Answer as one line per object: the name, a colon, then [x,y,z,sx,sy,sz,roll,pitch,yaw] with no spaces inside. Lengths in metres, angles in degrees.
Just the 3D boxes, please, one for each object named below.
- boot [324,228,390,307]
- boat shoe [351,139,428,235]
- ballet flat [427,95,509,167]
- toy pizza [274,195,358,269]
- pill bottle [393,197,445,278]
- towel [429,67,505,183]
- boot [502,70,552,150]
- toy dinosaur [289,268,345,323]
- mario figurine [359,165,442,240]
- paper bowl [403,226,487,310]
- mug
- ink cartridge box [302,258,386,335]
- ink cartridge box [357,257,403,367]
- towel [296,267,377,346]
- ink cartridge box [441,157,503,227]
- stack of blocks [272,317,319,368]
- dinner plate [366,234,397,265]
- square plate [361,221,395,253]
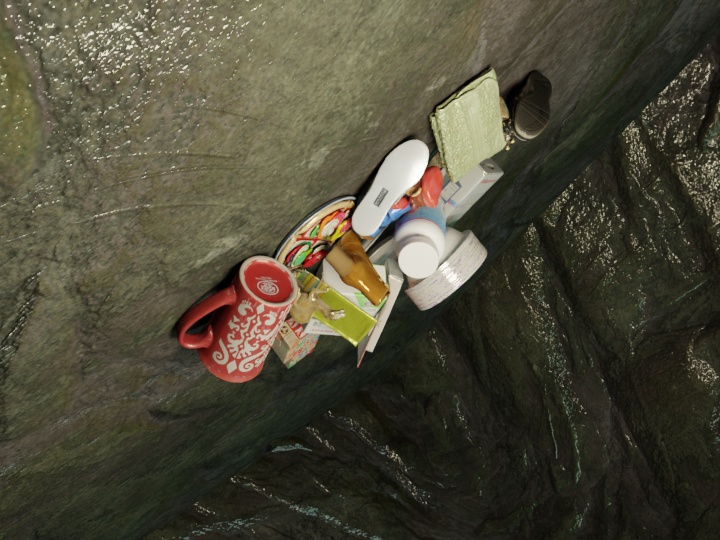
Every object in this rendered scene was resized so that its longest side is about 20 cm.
boot: [0.000,0.000,1.395,0.071,0.144,0.201,-44,-175,14]
boat shoe: [0.054,-0.154,1.301,0.202,0.071,0.068,-56,-174,17]
ballet flat: [0.217,-0.260,1.421,0.200,0.066,0.070,-46,166,23]
toy pizza: [-0.076,-0.059,1.318,0.199,0.032,0.201,-38,167,-10]
pill bottle: [0.122,-0.077,1.467,0.109,0.108,0.202,-47,-162,30]
towel: [0.202,-0.260,1.313,0.147,0.037,0.201,-36,145,-8]
boot: [0.318,-0.300,1.462,0.151,0.072,0.203,-49,-164,49]
toy dinosaur: [-0.124,0.050,1.397,0.058,0.195,0.104,-5,101,-64]
mario figurine: [0.071,-0.149,1.406,0.197,0.107,0.124,-32,-155,13]
paper bowl: [0.176,-0.015,1.583,0.200,0.105,0.201,-41,-173,6]
mug: [-0.206,0.089,1.229,0.176,0.134,0.201,-28,159,-48]
ink cartridge box: [-0.039,0.065,1.580,0.141,0.086,0.201,6,149,-16]
ink cartridge box: [0.045,0.099,1.625,0.175,0.042,0.204,-93,-157,-63]
towel: [-0.065,0.076,1.469,0.086,0.198,0.018,-47,-165,32]
ink cartridge box: [0.217,-0.182,1.630,0.200,0.088,0.144,-45,167,27]
stack of blocks: [-0.162,0.173,1.779,0.114,0.059,0.201,-34,165,-26]
dinner plate: [0.044,-0.031,1.649,0.199,0.024,0.201,-38,168,-10]
square plate: [0.042,-0.060,1.663,0.200,0.029,0.197,-46,167,21]
